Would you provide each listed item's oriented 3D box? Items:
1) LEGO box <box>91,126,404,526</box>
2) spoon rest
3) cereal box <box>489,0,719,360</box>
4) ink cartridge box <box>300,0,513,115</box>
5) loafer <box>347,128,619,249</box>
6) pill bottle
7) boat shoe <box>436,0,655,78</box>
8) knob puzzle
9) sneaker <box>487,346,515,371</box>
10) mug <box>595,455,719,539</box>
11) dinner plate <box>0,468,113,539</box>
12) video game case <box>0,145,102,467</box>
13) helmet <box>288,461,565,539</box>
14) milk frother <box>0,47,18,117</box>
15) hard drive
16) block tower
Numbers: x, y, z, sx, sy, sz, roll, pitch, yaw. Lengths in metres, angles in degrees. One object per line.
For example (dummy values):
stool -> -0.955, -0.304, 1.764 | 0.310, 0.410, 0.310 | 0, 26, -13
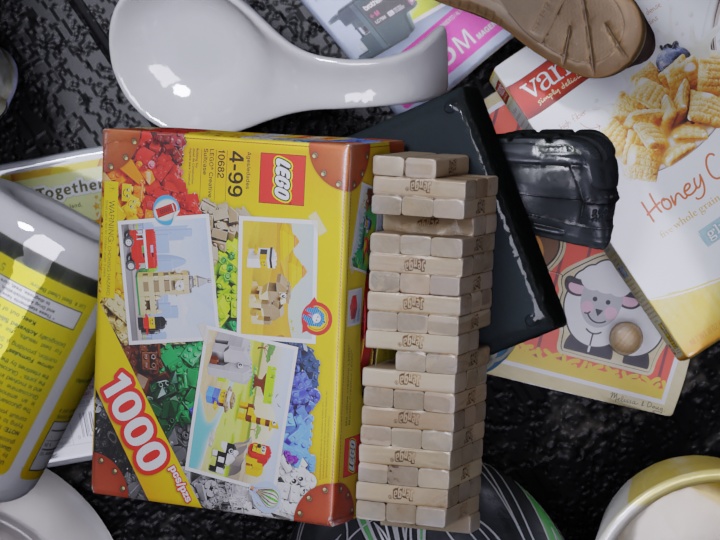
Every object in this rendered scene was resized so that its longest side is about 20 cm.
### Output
LEGO box -> -0.061, 0.026, 1.332 | 0.149, 0.077, 0.201 | 5, 97, 24
spoon rest -> -0.053, -0.119, 1.399 | 0.200, 0.061, 0.100 | 5, 114, 18
cereal box -> 0.186, -0.070, 1.407 | 0.144, 0.040, 0.200 | -34, 87, -4
ink cartridge box -> 0.008, -0.197, 1.421 | 0.119, 0.042, 0.200 | -39, 93, 5
loafer -> 0.052, -0.044, 1.392 | 0.200, 0.068, 0.071 | 3, 100, 32
pill bottle -> -0.213, 0.057, 1.396 | 0.112, 0.112, 0.200 | 28, 95, -2
boat shoe -> 0.080, -0.174, 1.372 | 0.200, 0.072, 0.072 | 34, 107, 17
knob puzzle -> 0.124, -0.028, 1.442 | 0.219, 0.030, 0.220 | 0, 97, 2
sneaker -> -0.007, 0.041, 1.418 | 0.200, 0.072, 0.072 | -12, 100, 11
mug -> 0.211, 0.162, 1.401 | 0.186, 0.153, 0.150 | -31, 95, 4
dinner plate -> -0.238, 0.202, 1.473 | 0.200, 0.024, 0.201 | 0, 105, 0
video game case -> -0.202, 0.028, 1.462 | 0.199, 0.023, 0.182 | -10, 97, 4
helmet -> 0.040, 0.202, 1.403 | 0.200, 0.200, 0.191 | -14, 113, 3
milk frother -> -0.269, -0.194, 1.388 | 0.200, 0.180, 0.188 | -43, 133, -21
hard drive -> 0.000, 0.000, 1.363 | 0.200, 0.033, 0.140 | -23, 85, 25
block tower -> 0.035, 0.040, 1.300 | 0.054, 0.058, 0.201 | 4, 96, 23
